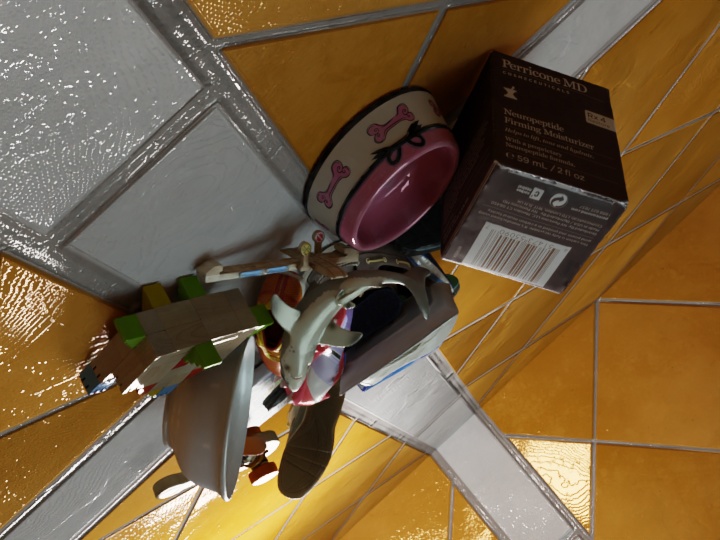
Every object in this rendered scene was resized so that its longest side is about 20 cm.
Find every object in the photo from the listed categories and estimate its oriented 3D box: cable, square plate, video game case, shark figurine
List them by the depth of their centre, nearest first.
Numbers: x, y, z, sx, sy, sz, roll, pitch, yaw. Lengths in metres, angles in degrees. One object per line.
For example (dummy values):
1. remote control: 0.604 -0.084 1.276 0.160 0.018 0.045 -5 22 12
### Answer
1. shark figurine: -0.025 0.029 1.050 0.212 0.090 0.129 -32 118 3
2. square plate: 0.048 0.087 1.298 0.196 0.029 0.200 -35 -173 7
3. cable: -0.090 0.144 1.351 0.199 0.051 0.097 -34 175 -40
4. video game case: -0.181 0.212 1.374 0.199 0.023 0.183 -36 160 -15

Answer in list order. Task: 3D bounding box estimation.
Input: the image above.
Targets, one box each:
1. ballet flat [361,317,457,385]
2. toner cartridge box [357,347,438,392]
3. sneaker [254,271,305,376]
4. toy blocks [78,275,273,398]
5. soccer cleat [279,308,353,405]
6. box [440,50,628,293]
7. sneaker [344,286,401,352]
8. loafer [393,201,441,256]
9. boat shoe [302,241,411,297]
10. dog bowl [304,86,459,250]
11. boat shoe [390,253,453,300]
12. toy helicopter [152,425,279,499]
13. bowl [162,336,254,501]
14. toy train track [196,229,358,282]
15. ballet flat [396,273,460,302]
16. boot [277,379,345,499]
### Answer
1. ballet flat: 0.070 0.107 1.403 0.198 0.070 0.070 -35 160 -5
2. toner cartridge box: 0.048 0.122 1.521 0.198 0.095 0.043 -22 154 -44
3. sneaker: -0.109 0.080 1.136 0.202 0.071 0.078 93 13 -52
4. toy blocks: -0.207 0.088 0.981 0.136 0.101 0.199 -41 165 34
5. soccer cleat: -0.046 0.106 1.221 0.075 0.067 0.202 -1 132 -35
6. box: 0.197 -0.115 1.077 0.165 0.163 0.203 116 -15 -47
7. sneaker: -0.035 0.082 1.316 0.197 0.071 0.078 -25 -171 -7
8. loafer: 0.115 -0.060 1.312 0.198 0.073 0.073 -25 159 -39
9. boat shoe: 0.000 0.000 1.223 0.199 0.060 0.072 -13 147 -55
10. dog bowl: 0.032 -0.107 1.042 0.199 0.074 0.201 -36 160 -15
11. boat shoe: 0.085 0.006 1.404 0.072 0.073 0.200 -39 151 6
12. toy helicopter: -0.209 0.285 1.336 0.197 0.080 0.133 -20 159 -23
13. bowl: -0.188 0.173 1.113 0.201 0.088 0.206 7 90 -90
14. toy train track: -0.088 -0.017 1.009 0.197 0.114 0.033 -9 112 -34
15. ballet flat: 0.083 0.063 1.498 0.198 0.072 0.073 -21 152 -36
16. boot: -0.088 0.262 1.438 0.155 0.072 0.204 137 -28 -70
